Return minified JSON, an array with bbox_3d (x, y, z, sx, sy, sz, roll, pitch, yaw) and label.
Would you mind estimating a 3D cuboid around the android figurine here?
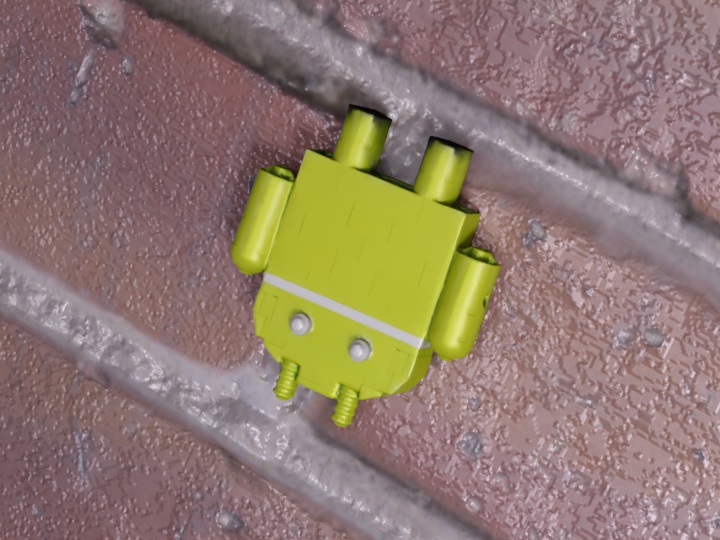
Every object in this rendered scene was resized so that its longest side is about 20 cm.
[{"bbox_3d":[0.000,0.000,1.334,0.181,0.041,0.201,24,99,20],"label":"android figurine"}]
